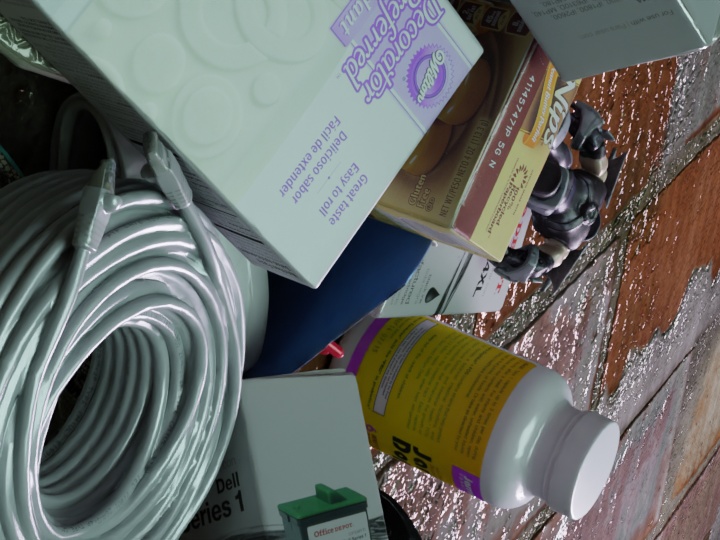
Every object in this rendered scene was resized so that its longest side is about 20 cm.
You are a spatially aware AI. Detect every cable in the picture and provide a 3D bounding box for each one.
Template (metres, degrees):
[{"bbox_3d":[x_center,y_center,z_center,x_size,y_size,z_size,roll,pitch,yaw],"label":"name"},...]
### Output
[{"bbox_3d":[-0.125,0.057,0.672,0.201,0.069,0.200,-62,153,-19],"label":"cable"}]

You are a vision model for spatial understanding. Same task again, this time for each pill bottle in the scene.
[{"bbox_3d":[0.079,0.102,1.099,0.104,0.198,0.105,-41,143,-41],"label":"pill bottle"}]

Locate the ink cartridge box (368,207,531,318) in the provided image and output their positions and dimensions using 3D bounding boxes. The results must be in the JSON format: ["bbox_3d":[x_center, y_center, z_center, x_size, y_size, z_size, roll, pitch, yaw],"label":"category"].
[{"bbox_3d":[0.046,-0.051,1.049,0.199,0.084,0.148,-1,111,-61],"label":"ink cartridge box"}]

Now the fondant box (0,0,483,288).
[{"bbox_3d":[-0.050,-0.111,0.674,0.145,0.058,0.200,-54,129,-14],"label":"fondant box"}]

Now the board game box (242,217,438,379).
[{"bbox_3d":[0.000,0.000,0.888,0.200,0.039,0.159,-39,-153,29],"label":"board game box"}]

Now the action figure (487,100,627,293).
[{"bbox_3d":[0.125,-0.061,1.029,0.200,0.069,0.132,45,60,-66],"label":"action figure"}]

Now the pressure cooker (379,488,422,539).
[{"bbox_3d":[-0.030,0.247,1.020,0.174,0.180,0.201,-18,144,-3],"label":"pressure cooker"}]

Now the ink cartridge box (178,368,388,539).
[{"bbox_3d":[-0.055,0.167,0.809,0.084,0.146,0.202,0,70,-41],"label":"ink cartridge box"}]

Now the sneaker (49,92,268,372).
[{"bbox_3d":[-0.110,-0.015,0.804,0.115,0.073,0.202,-36,130,-44],"label":"sneaker"}]

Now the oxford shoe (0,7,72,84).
[{"bbox_3d":[-0.123,-0.116,0.687,0.199,0.057,0.076,29,86,-41],"label":"oxford shoe"}]

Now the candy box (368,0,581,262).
[{"bbox_3d":[0.009,-0.090,0.813,0.055,0.199,0.117,31,82,-50],"label":"candy box"}]

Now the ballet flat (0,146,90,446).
[{"bbox_3d":[-0.166,0.026,0.715,0.201,0.067,0.076,82,16,-49],"label":"ballet flat"}]

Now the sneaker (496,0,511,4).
[{"bbox_3d":[0.054,-0.184,0.877,0.199,0.076,0.088,27,96,-20],"label":"sneaker"}]

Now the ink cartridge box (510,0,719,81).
[{"bbox_3d":[0.095,-0.209,0.695,0.200,0.085,0.149,51,47,-34],"label":"ink cartridge box"}]
